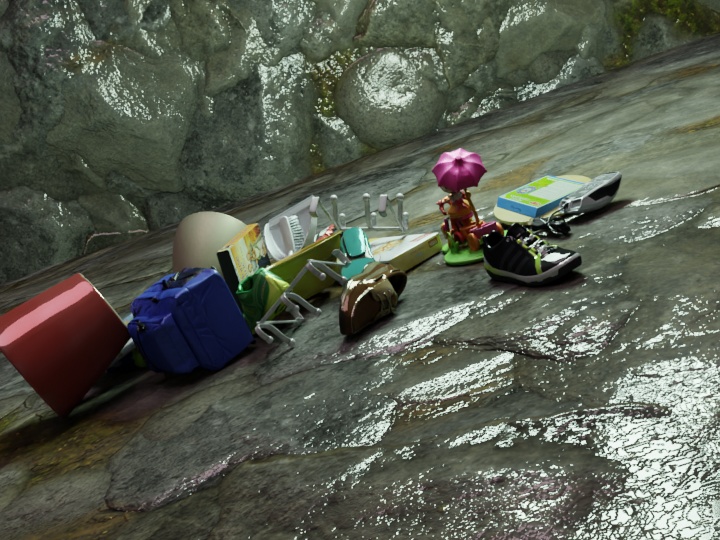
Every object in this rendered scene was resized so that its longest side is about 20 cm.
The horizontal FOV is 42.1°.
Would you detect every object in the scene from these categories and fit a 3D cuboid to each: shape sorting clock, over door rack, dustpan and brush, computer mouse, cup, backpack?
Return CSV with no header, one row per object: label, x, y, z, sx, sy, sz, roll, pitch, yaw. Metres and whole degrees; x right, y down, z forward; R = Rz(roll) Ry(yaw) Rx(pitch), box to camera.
shape sorting clock,0.351,-0.134,1.789,0.196,0.040,0.201,-15,21,5
over door rack,0.004,-0.117,1.769,0.145,0.068,0.200,-1,-8,15
over door rack,-0.082,0.046,1.525,0.148,0.067,0.200,-49,-5,13
dustpan and brush,-0.139,-0.044,1.910,0.138,0.203,0.057,-26,-24,29
computer mouse,0.392,-0.114,1.655,0.198,0.044,0.109,-31,12,-21
cup,-0.311,0.000,1.948,0.197,0.201,0.145,-12,41,27
backpack,-0.309,0.088,1.589,0.167,0.165,0.198,-32,18,-33

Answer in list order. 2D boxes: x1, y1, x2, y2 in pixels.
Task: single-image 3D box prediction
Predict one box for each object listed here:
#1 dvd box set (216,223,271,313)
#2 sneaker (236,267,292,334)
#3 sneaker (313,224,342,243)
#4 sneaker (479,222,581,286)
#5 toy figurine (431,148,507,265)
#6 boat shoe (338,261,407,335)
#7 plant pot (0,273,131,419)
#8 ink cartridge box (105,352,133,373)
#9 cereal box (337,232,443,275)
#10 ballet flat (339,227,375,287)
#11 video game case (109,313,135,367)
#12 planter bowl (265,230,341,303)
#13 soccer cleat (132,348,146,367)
dvd box set,-0.219,0.003,1.836,0.029,0.149,0.200,-13,13,14
sneaker,-0.175,0.049,1.630,0.074,0.084,0.200,-40,-5,-33
sneaker,-0.088,-0.047,2.011,0.096,0.072,0.201,-12,16,21
sneaker,0.246,-0.029,1.421,0.071,0.084,0.199,-27,15,-31
toy figurine,0.185,-0.126,1.683,0.148,0.187,0.200,-22,13,-15
boat shoe,0.023,0.040,1.499,0.072,0.077,0.200,5,27,19
plant pot,-0.495,0.115,1.572,0.177,0.202,0.200,-42,20,-18
ink cartridge box,-0.487,0.151,1.853,0.093,0.045,0.199,-24,14,-23
cereal box,0.043,-0.027,1.806,0.143,0.040,0.198,-30,16,-39
ballet flat,0.000,0.000,1.674,0.066,0.071,0.201,-13,33,4
video game case,-0.429,0.116,1.733,0.199,0.018,0.142,-39,24,-24
planter bowl,-0.107,0.007,1.759,0.198,0.085,0.200,-26,4,2
soccer cleat,-0.359,0.122,1.763,0.080,0.069,0.200,-5,24,19
